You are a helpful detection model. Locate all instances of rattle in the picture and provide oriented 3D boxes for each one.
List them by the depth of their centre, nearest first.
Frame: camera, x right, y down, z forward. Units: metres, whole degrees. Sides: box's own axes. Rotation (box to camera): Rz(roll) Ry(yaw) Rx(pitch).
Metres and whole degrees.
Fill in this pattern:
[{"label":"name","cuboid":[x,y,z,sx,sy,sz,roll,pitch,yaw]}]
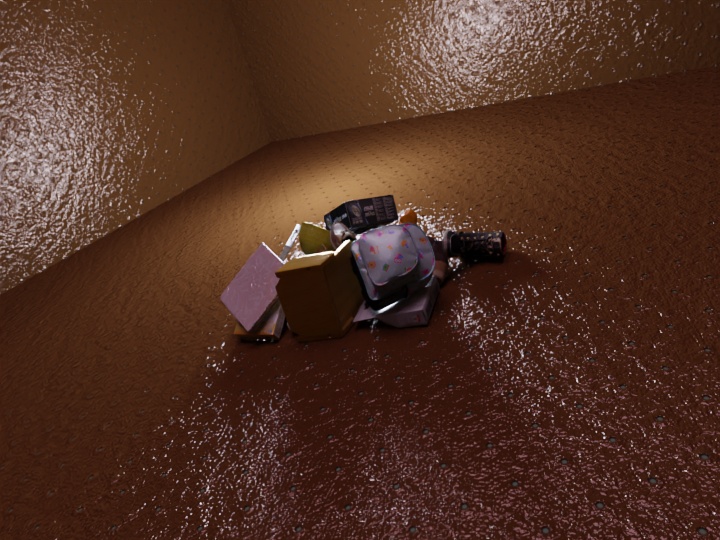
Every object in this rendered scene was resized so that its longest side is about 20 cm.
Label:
[{"label":"rattle","cuboid":[0.121,-0.069,1.514,0.129,0.146,0.199,35,27,14]}]

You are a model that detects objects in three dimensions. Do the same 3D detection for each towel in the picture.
[{"label":"towel","cuboid":[-0.282,0.045,1.468,0.202,0.032,0.190,-51,50,-3]}]

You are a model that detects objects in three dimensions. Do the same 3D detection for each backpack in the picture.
[{"label":"backpack","cuboid":[0.086,-0.024,1.312,0.194,0.155,0.180,-18,66,-11]}]

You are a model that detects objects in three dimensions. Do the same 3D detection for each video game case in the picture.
[{"label":"video game case","cuboid":[-0.252,-0.030,1.685,0.022,0.203,0.184,28,24,-8]}]

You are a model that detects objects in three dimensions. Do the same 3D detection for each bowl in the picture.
[{"label":"bowl","cuboid":[-0.117,-0.059,1.683,0.197,0.198,0.111,16,81,50]}]

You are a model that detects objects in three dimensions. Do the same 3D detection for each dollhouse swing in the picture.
[{"label":"dollhouse swing","cuboid":[-0.095,0.041,1.380,0.176,0.206,0.177,-8,26,18]}]

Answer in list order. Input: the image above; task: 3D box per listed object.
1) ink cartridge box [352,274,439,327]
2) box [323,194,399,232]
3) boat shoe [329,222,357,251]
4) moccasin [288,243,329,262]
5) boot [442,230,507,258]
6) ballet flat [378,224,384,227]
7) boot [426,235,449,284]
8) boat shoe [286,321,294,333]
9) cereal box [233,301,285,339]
[{"label":"ink cartridge box","cuboid":[0.094,0.089,1.363,0.195,0.051,0.163,-16,24,28]},{"label":"box","cuboid":[0.000,-0.176,1.773,0.195,0.089,0.162,-13,-4,-32]},{"label":"boat shoe","cuboid":[-0.034,-0.077,1.516,0.073,0.076,0.202,-6,43,-21]},{"label":"moccasin","cuboid":[-0.115,-0.030,1.563,0.195,0.080,0.074,-16,13,1]},{"label":"boot","cuboid":[0.308,-0.070,1.443,0.146,0.076,0.198,0,-1,26]},{"label":"ballet flat","cuboid":[0.063,-0.107,1.737,0.067,0.069,0.198,15,40,44]},{"label":"boot","cuboid":[0.152,-0.043,1.472,0.194,0.074,0.168,20,38,2]},{"label":"boat shoe","cuboid":[-0.150,0.066,1.431,0.068,0.071,0.204,23,80,26]},{"label":"cereal box","cuboid":[-0.262,0.088,1.477,0.140,0.040,0.206,-5,61,29]}]
